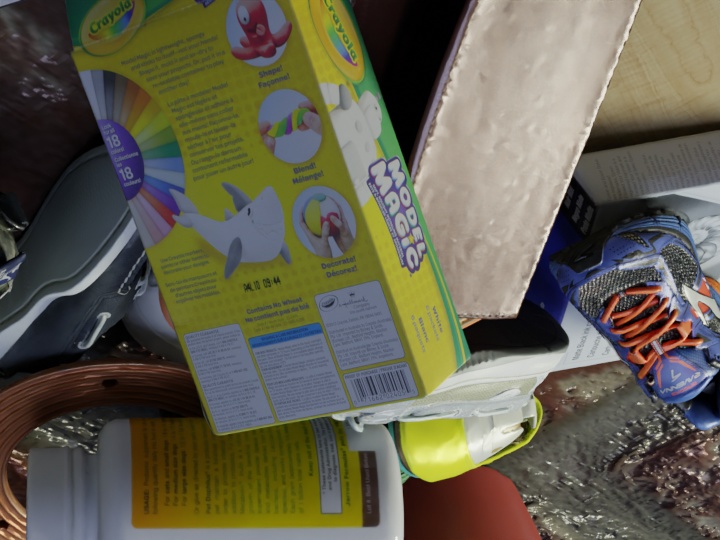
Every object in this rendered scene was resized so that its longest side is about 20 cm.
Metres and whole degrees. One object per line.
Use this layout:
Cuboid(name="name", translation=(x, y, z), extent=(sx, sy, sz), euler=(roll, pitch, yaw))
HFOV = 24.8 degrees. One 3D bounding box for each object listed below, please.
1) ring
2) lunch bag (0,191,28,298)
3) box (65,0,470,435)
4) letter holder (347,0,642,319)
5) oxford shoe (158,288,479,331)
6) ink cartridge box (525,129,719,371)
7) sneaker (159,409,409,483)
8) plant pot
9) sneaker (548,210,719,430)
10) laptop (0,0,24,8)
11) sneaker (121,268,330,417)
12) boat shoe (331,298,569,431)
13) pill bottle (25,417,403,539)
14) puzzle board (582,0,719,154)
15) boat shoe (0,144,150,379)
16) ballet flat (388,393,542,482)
Cuboid(name="ring", translation=(-0.141, 0.114, 0.950), extent=(0.197, 0.019, 0.202), euler=(-4, 136, -4))
Cuboid(name="lunch bag", translation=(-0.280, -0.002, 0.775), extent=(0.198, 0.141, 0.167), euler=(-25, 161, 20))
Cuboid(name="box", translation=(-0.042, -0.040, 0.667), extent=(0.116, 0.202, 0.048), euler=(-12, -166, 34))
Cuboid(name="letter holder", translation=(0.021, -0.091, 0.688), extent=(0.141, 0.101, 0.202), euler=(1, 120, -35))
Cuboid(name="oxford shoe", translation=(0.000, 0.000, 0.830), extent=(0.197, 0.072, 0.073), euler=(-8, 162, -18))
Cuboid(name="ink cartridge box", translation=(0.158, -0.006, 0.957), extent=(0.197, 0.041, 0.200), euler=(-9, 149, -8))
Cuboid(name="sneaker", translation=(-0.041, 0.100, 1.044), extent=(0.198, 0.078, 0.085), euler=(11, 129, -39))
Cuboid(name="plant pot", translation=(0.065, 0.251, 1.181), extent=(0.198, 0.179, 0.202), euler=(-8, 144, -6))
Cuboid(name="sneaker", translation=(0.169, 0.030, 0.902), extent=(0.075, 0.079, 0.199), euler=(-28, 146, 23))
Cuboid(name="laptop", translation=(-0.175, -0.134, 0.635), extent=(0.185, 0.117, 0.201), euler=(-15, 144, 5))
Cuboid(name="sneaker", translation=(-0.024, 0.021, 0.930), extent=(0.198, 0.074, 0.115), euler=(18, 137, -34))
Cuboid(name="boat shoe", translation=(0.028, 0.058, 0.905), extent=(0.200, 0.075, 0.065), euler=(-6, 130, -38))
Cuboid(name="pill bottle", translation=(-0.081, 0.135, 0.889), extent=(0.197, 0.110, 0.110), euler=(1, 143, -11))
Cuboid(name="puzzle board", translation=(0.118, -0.111, 0.842), extent=(0.149, 0.018, 0.200), euler=(-23, 142, 17))
Cuboid(name="boat shoe", translation=(-0.146, -0.002, 0.867), extent=(0.060, 0.077, 0.199), euler=(17, 147, -33))
Cuboid(name="ballet flat", translation=(0.073, 0.091, 1.015), extent=(0.066, 0.068, 0.200), euler=(-10, 174, 16))
